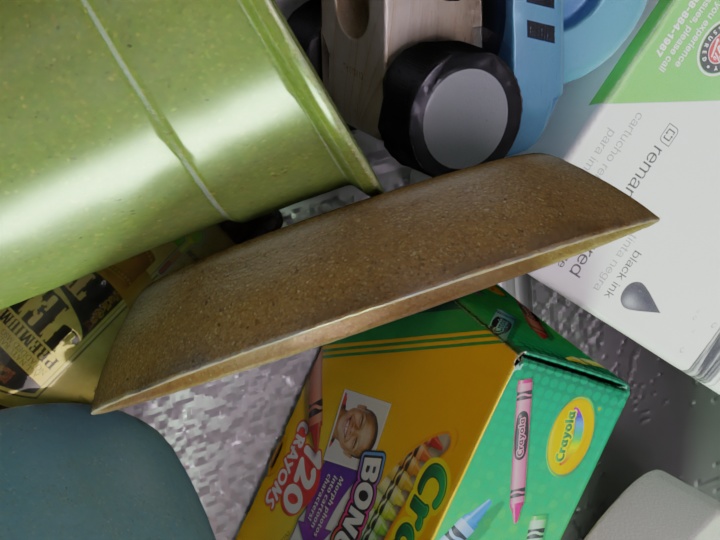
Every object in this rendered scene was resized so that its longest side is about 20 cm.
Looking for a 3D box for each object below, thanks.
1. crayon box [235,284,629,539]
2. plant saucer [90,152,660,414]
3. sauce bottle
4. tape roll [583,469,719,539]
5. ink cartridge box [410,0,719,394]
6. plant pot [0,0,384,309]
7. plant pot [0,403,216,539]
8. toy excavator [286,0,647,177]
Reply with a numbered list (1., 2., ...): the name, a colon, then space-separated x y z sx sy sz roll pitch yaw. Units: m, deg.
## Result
1. crayon box: 0.013 0.102 0.976 0.058 0.119 0.201 17 103 -33
2. plant saucer: 0.000 0.000 0.840 0.199 0.200 0.036 -18 87 -21
3. sauce bottle: -0.116 0.031 0.906 0.200 0.065 0.065 -47 126 -4
4. tape roll: 0.091 0.177 1.034 0.203 0.037 0.203 -52 160 -27
5. ink cartridge box: 0.143 -0.037 1.003 0.200 0.084 0.146 30 96 -35
6. plant pot: -0.123 -0.065 0.802 0.189 0.200 0.200 -30 124 2
7. plant pot: -0.118 0.164 0.883 0.199 0.135 0.201 -25 145 -19
8. toy excavator: 0.074 -0.143 0.914 0.199 0.100 0.195 -12 112 -30
